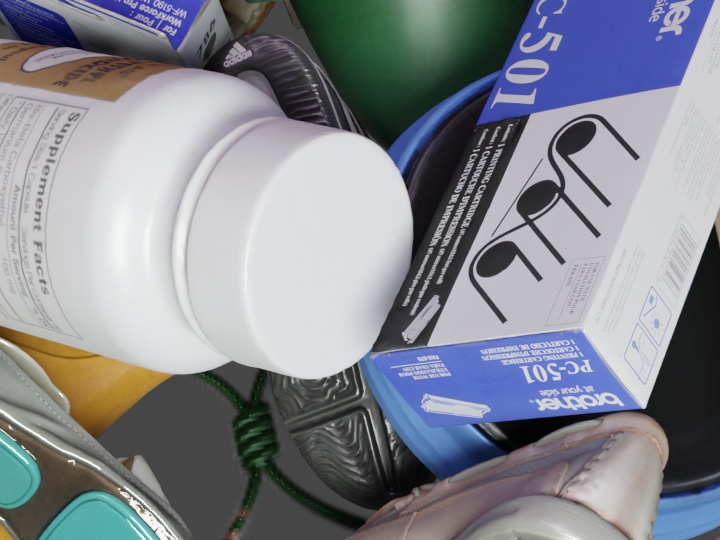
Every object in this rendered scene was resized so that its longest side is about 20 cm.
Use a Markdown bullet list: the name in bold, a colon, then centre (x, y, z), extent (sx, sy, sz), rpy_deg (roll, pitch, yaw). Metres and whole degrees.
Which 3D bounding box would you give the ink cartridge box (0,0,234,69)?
- **ink cartridge box**: centre (-0.104, -0.104, 0.956), extent (0.099, 0.200, 0.039), rpy_deg (23, 82, 7)

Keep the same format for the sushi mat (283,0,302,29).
- **sushi mat**: centre (-0.034, -0.212, 1.046), extent (0.012, 0.200, 0.096), rpy_deg (18, 60, 30)

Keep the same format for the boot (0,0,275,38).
- **boot**: centre (-0.164, -0.127, 1.106), extent (0.199, 0.066, 0.175), rpy_deg (19, 60, 27)

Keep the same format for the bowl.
- **bowl**: centre (0.095, 0.007, 0.874), extent (0.200, 0.039, 0.201), rpy_deg (6, 66, -13)

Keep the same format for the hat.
- **hat**: centre (0.042, -0.054, 1.016), extent (0.165, 0.177, 0.200), rpy_deg (-8, 11, 8)

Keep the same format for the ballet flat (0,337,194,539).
- **ballet flat**: centre (-0.114, 0.080, 0.875), extent (0.067, 0.200, 0.064), rpy_deg (-41, 10, 34)

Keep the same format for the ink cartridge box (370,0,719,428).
- **ink cartridge box**: centre (0.083, -0.037, 0.805), extent (0.094, 0.044, 0.200), rpy_deg (-8, 43, 41)

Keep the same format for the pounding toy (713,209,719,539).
- **pounding toy**: centre (0.198, 0.033, 0.793), extent (0.142, 0.184, 0.201), rpy_deg (-40, 39, 35)

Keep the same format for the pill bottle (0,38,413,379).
- **pill bottle**: centre (-0.082, -0.022, 0.854), extent (0.200, 0.115, 0.114), rpy_deg (13, 56, 41)

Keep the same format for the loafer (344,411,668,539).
- **loafer**: centre (0.047, 0.101, 0.802), extent (0.072, 0.200, 0.063), rpy_deg (39, 61, -11)

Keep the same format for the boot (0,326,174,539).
- **boot**: centre (-0.105, 0.039, 0.953), extent (0.143, 0.071, 0.202), rpy_deg (-12, 54, -1)

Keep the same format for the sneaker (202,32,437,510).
- **sneaker**: centre (0.000, 0.000, 0.949), extent (0.075, 0.115, 0.201), rpy_deg (-20, 83, 15)
